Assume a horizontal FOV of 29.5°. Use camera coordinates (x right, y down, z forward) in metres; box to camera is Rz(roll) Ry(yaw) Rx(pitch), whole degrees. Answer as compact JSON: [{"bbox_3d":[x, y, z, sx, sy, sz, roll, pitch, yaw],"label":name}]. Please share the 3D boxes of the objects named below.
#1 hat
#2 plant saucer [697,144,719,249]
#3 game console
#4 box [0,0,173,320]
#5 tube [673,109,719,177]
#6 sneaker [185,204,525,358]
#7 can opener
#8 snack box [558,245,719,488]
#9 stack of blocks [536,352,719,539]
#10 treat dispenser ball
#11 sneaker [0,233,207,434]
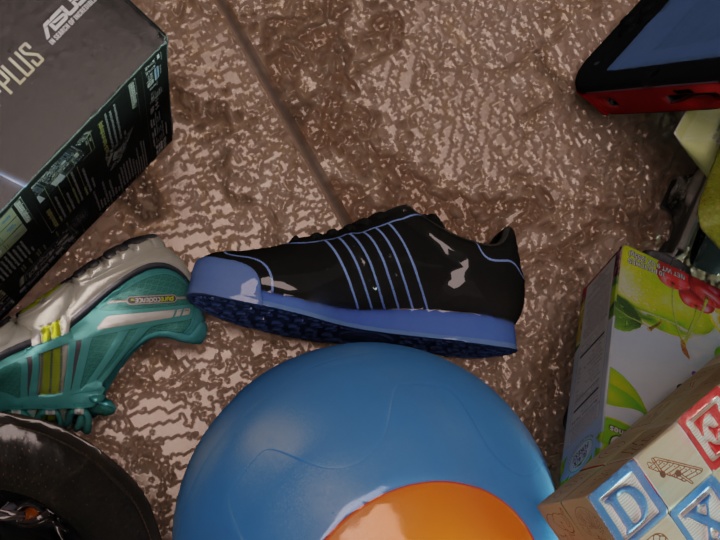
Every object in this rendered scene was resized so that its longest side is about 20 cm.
[{"bbox_3d":[-0.185,0.150,0.727,0.198,0.081,0.203,-1,112,-2],"label":"hat"},{"bbox_3d":[0.293,-0.034,0.771,0.199,0.048,0.201,42,48,-12],"label":"plant saucer"},{"bbox_3d":[0.220,-0.161,0.776,0.031,0.200,0.177,42,79,-20],"label":"game console"},{"bbox_3d":[-0.182,-0.063,0.712,0.086,0.200,0.164,42,80,0],"label":"box"},{"bbox_3d":[0.255,-0.031,0.803,0.052,0.058,0.200,-40,106,11],"label":"tube"},{"bbox_3d":[0.000,0.000,0.788,0.198,0.070,0.079,9,75,-16],"label":"sneaker"},{"bbox_3d":[0.188,0.017,0.814,0.066,0.053,0.202,24,80,-1],"label":"can opener"},{"bbox_3d":[0.208,0.089,0.731,0.198,0.053,0.143,23,51,-10],"label":"snack box"},{"bbox_3d":[0.195,0.097,0.642,0.199,0.059,0.116,-34,88,-21],"label":"stack of blocks"},{"bbox_3d":[0.003,0.138,0.700,0.198,0.201,0.203,1,81,-6],"label":"treat dispenser ball"},{"bbox_3d":[-0.175,0.059,0.760,0.199,0.077,0.080,-34,95,-10],"label":"sneaker"}]
